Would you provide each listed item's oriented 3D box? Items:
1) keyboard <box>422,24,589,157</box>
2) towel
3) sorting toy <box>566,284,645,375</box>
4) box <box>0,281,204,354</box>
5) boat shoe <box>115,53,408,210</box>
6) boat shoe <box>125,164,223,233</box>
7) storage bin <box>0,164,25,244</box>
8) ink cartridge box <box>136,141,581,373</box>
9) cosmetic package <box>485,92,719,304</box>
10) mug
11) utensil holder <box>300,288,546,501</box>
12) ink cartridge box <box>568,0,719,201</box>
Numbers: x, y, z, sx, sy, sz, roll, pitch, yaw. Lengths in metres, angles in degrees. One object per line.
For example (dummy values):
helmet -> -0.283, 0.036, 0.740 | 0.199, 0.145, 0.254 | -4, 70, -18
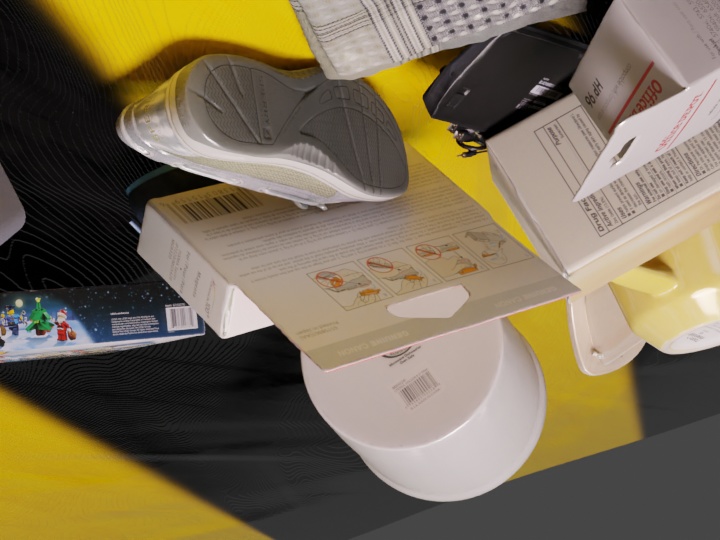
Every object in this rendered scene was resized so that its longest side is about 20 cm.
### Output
keyboard -> 0.096, -0.112, 1.169 | 0.104, 0.040, 0.200 | -46, 153, 21
towel -> 0.056, -0.157, 0.969 | 0.192, 0.035, 0.200 | -18, 164, 5
sorting toy -> 0.276, -0.015, 1.530 | 0.180, 0.107, 0.200 | -15, 164, -30
box -> -0.222, 0.037, 1.230 | 0.200, 0.038, 0.137 | -4, 176, -34
boat shoe -> -0.047, -0.075, 1.073 | 0.065, 0.074, 0.202 | -15, 167, 37
boat shoe -> -0.076, -0.021, 1.211 | 0.084, 0.069, 0.200 | -24, 161, 23
storage bin -> -0.275, -0.023, 0.945 | 0.200, 0.146, 0.134 | -23, -171, 19
ink cartridge box -> 0.000, 0.000, 1.108 | 0.200, 0.174, 0.044 | -16, 135, -37
cosmetic package -> 0.187, -0.076, 1.164 | 0.200, 0.105, 0.071 | -28, 161, -2
mug -> 0.212, -0.023, 1.333 | 0.187, 0.153, 0.149 | -10, 163, -21
utensil holder -> 0.051, 0.083, 1.502 | 0.170, 0.170, 0.200 | -19, 160, 7
ink cartridge box -> 0.191, -0.127, 1.046 | 0.200, 0.068, 0.116 | -30, 166, -17
